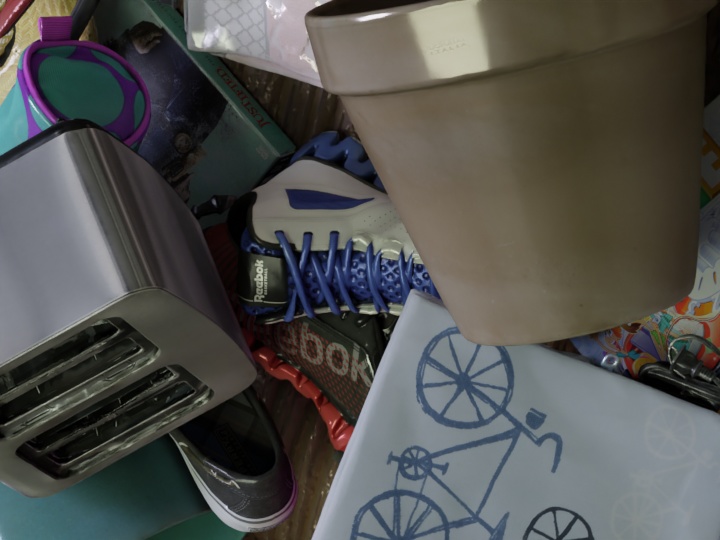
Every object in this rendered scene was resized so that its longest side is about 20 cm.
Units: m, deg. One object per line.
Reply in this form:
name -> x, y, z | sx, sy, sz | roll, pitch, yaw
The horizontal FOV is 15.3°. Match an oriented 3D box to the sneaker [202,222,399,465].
sneaker -> -0.013, 0.033, 1.502 | 0.200, 0.071, 0.098 | 45, 123, 16

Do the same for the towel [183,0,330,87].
towel -> -0.019, -0.191, 1.429 | 0.191, 0.032, 0.201 | 16, 120, 30

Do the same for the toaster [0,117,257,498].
toaster -> -0.162, 0.021, 1.423 | 0.200, 0.181, 0.119 | -29, 66, 6

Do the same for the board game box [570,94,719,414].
board game box -> 0.187, -0.004, 1.359 | 0.135, 0.034, 0.200 | 52, 131, 6

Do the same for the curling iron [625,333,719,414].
curling iron -> 0.106, 0.053, 1.394 | 0.199, 0.026, 0.050 | 2, 135, 33

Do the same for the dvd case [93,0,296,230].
dvd case -> -0.137, -0.062, 1.582 | 0.146, 0.022, 0.200 | 49, 131, 8

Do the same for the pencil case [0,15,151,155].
pencil case -> -0.194, -0.046, 1.512 | 0.200, 0.085, 0.093 | -48, 56, 41

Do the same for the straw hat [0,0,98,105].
straw hat -> -0.246, -0.155, 1.570 | 0.200, 0.085, 0.202 | 2, 116, 3

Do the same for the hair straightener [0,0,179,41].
hair straightener -> -0.120, -0.181, 1.465 | 0.077, 0.041, 0.200 | 34, 120, -13

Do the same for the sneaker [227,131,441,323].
sneaker -> -0.001, 0.000, 1.426 | 0.199, 0.115, 0.081 | 26, 132, 39

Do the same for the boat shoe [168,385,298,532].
boat shoe -> -0.102, 0.059, 1.522 | 0.200, 0.070, 0.066 | 56, 162, 26

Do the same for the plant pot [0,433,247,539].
plant pot -> -0.188, 0.131, 1.601 | 0.161, 0.200, 0.201 | 57, 132, 15

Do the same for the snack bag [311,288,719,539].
snack bag -> 0.084, 0.125, 1.322 | 0.199, 0.189, 0.021 | 20, 163, 4

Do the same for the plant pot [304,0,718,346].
plant pot -> 0.087, -0.062, 1.287 | 0.200, 0.200, 0.174 | -6, 101, 38
